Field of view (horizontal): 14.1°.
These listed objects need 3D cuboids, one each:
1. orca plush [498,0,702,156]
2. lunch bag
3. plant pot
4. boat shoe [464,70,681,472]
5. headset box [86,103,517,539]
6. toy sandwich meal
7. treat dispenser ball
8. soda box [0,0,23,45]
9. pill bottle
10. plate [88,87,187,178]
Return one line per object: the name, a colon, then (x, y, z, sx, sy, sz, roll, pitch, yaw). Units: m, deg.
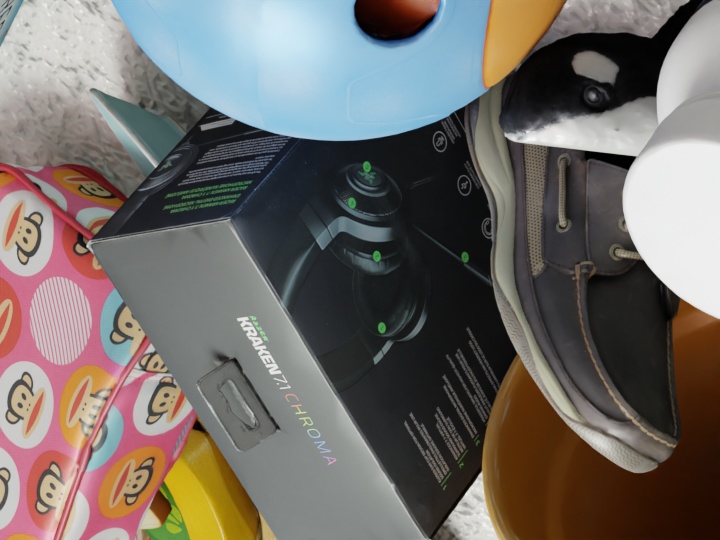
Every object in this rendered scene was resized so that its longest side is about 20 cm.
orca plush: (0.151, -0.076, 1.131, 0.199, 0.072, 0.105, 6, -177, -9)
lunch bag: (-0.169, 0.050, 1.467, 0.176, 0.082, 0.201, 37, 112, 29)
plant pot: (0.179, 0.108, 1.241, 0.199, 0.201, 0.183, 4, 146, 37)
boat shoe: (0.097, -0.014, 1.188, 0.073, 0.201, 0.074, -35, 142, 28)
headset box: (0.000, 0.000, 1.257, 0.092, 0.200, 0.175, -8, 123, 43)
toy sandwich meal: (-0.135, 0.119, 1.592, 0.204, 0.070, 0.206, 23, 139, 21)
treat dispenser ball: (-0.008, -0.151, 1.112, 0.200, 0.201, 0.202, 23, 139, 21)
soda box: (-0.202, -0.134, 1.399, 0.063, 0.068, 0.200, 39, 142, 1)
pill bottle: (0.173, -0.073, 1.038, 0.111, 0.200, 0.111, 23, 139, 21)
plate: (-0.059, -0.012, 1.375, 0.200, 0.026, 0.200, 51, 176, 4)
